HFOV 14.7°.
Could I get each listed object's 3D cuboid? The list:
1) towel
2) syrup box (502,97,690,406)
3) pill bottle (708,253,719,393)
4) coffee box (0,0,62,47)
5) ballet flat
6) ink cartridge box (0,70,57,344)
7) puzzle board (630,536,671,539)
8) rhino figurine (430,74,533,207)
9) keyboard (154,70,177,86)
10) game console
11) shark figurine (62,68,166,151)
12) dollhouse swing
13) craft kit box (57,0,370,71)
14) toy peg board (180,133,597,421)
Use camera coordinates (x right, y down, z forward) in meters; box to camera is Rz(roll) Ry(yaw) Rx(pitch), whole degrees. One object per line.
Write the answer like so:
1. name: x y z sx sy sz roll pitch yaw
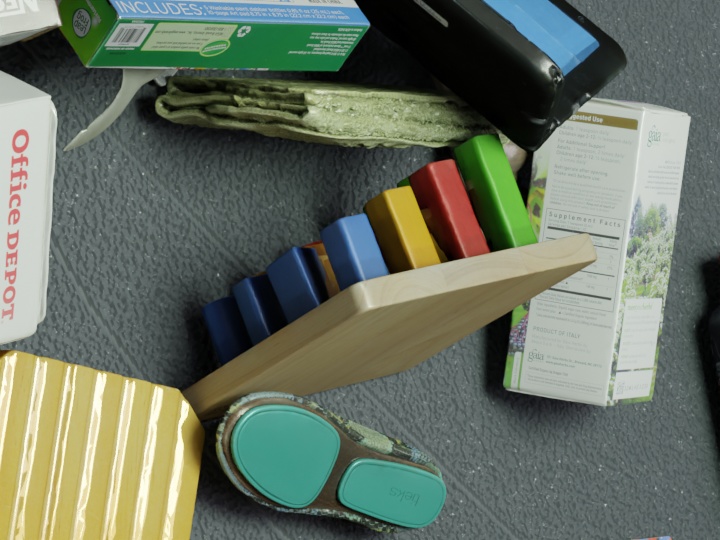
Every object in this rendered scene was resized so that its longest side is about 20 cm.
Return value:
1. towel: -0.014 -0.097 1.728 0.199 0.148 0.037 -2 99 -45
2. syrup box: 0.158 -0.014 1.868 0.079 0.081 0.201 -1 98 -61
3. pill bottle: 0.311 0.077 2.017 0.106 0.106 0.201 -10 89 -42
4. coffee box: -0.271 -0.161 1.471 0.199 0.080 0.115 -12 91 -32
5. ballet flat: -0.032 0.115 1.726 0.200 0.074 0.075 29 64 -44
6. ink cartridge box: -0.268 -0.023 1.491 0.199 0.083 0.146 -14 120 -42
7. puzzle board: 0.175 0.288 1.919 0.150 0.017 0.201 -1 84 -42
8. rhino figurine: 0.092 -0.091 1.879 0.087 0.060 0.201 -26 108 -47
9. keyboard: -0.090 -0.199 1.765 0.056 0.011 0.200 53 52 -22
10. game console: 0.066 -0.181 1.691 0.200 0.176 0.116 39 76 9
11. shark figurine: -0.146 -0.149 1.646 0.128 0.090 0.215 17 38 -39
12. dollhouse swing: -0.133 0.158 1.570 0.199 0.181 0.177 17 92 -39
13. craft kit box: -0.120 -0.197 1.599 0.199 0.049 0.198 -2 52 -46
14. toy peg board: 0.000 0.000 1.700 0.198 0.200 0.098 -11 75 -42
